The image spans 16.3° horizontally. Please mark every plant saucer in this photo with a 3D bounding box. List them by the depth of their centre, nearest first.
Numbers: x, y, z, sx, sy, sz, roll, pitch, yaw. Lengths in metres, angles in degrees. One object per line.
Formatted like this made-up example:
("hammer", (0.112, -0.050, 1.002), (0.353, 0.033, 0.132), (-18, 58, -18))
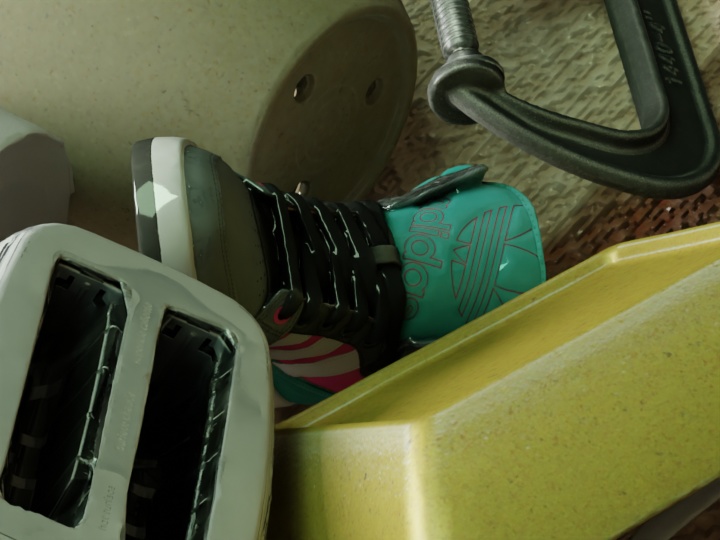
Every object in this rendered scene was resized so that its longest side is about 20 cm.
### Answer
("plant saucer", (0.059, 0.036, 0.739), (0.200, 0.049, 0.200), (-27, 5, -20))

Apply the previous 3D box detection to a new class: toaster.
("toaster", (-0.094, 0.079, 0.724), (0.129, 0.113, 0.200), (-52, 19, 36))

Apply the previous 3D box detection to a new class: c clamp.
("c clamp", (0.049, -0.102, 0.924), (0.027, 0.170, 0.200), (-56, 35, 35))

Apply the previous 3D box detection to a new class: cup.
("cup", (-0.064, -0.083, 0.951), (0.143, 0.200, 0.200), (31, 71, 28))

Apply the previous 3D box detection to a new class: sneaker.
("sneaker", (0.000, 0.000, 0.835), (0.120, 0.200, 0.084), (-9, 75, 9))

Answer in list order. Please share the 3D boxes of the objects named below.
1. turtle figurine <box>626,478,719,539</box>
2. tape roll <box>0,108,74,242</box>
("turtle figurine", (0.000, 0.162, 0.691), (0.144, 0.193, 0.201), (154, 115, -71))
("tape roll", (-0.174, 0.029, 0.848), (0.071, 0.203, 0.203), (25, 64, 9))
